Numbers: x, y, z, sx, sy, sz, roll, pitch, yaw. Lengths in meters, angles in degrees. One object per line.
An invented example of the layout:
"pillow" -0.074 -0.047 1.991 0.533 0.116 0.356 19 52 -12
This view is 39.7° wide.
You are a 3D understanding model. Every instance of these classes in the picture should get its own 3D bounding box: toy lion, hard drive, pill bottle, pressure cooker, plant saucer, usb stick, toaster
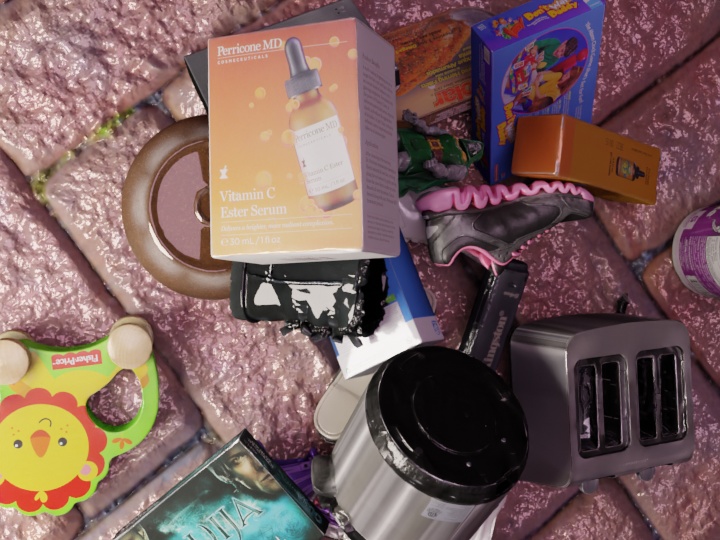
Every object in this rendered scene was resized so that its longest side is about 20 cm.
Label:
"toy lion" -0.307 0.156 1.042 0.197 0.069 0.195 -7 98 -11
"hard drive" -0.075 -0.211 1.056 0.198 0.033 0.140 -22 51 -9
"pill bottle" 0.442 -0.023 1.111 0.110 0.200 0.114 0 90 -11
"pressure cooker" 0.056 0.197 1.002 0.175 0.201 0.178 39 45 14
"plant saucer" -0.159 -0.069 1.079 0.197 0.037 0.204 0 91 -11
"usb stick" 0.137 0.083 1.114 0.055 0.033 0.203 12 102 -26
"toaster" 0.264 0.134 1.102 0.178 0.118 0.204 -4 92 -26

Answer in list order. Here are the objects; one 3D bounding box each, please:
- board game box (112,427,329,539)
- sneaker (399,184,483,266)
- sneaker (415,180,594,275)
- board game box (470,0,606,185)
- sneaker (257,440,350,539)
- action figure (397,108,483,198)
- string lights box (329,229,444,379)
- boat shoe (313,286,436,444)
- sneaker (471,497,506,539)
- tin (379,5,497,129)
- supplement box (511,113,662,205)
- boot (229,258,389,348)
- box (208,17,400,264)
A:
"board game box" -0.148 0.273 1.042 0.199 0.028 0.136 -40 97 19
"sneaker" 0.072 -0.064 1.116 0.199 0.075 0.087 37 100 -5
"sneaker" 0.155 -0.044 1.053 0.197 0.079 0.097 -5 87 -12
"board game box" 0.187 -0.196 1.072 0.133 0.201 0.045 -24 55 -11
"sneaker" -0.041 0.241 1.082 0.198 0.081 0.085 22 80 -10
"action figure" 0.054 -0.124 1.039 0.198 0.055 0.119 -5 63 -39
"string lights box" 0.000 0.000 1.050 0.102 0.059 0.203 -27 77 27
"boat shoe" 0.016 0.105 1.110 0.066 0.057 0.201 33 79 17
"sneaker" 0.113 0.243 1.112 0.087 0.075 0.203 14 93 -4
"tin" 0.082 -0.221 1.106 0.197 0.042 0.113 -21 67 -10
"supplement box" 0.253 -0.120 1.099 0.198 0.068 0.068 9 87 -41
"boot" -0.052 -0.026 1.005 0.160 0.073 0.202 6 96 30
"box" -0.051 -0.112 0.917 0.150 0.106 0.204 -3 87 21
